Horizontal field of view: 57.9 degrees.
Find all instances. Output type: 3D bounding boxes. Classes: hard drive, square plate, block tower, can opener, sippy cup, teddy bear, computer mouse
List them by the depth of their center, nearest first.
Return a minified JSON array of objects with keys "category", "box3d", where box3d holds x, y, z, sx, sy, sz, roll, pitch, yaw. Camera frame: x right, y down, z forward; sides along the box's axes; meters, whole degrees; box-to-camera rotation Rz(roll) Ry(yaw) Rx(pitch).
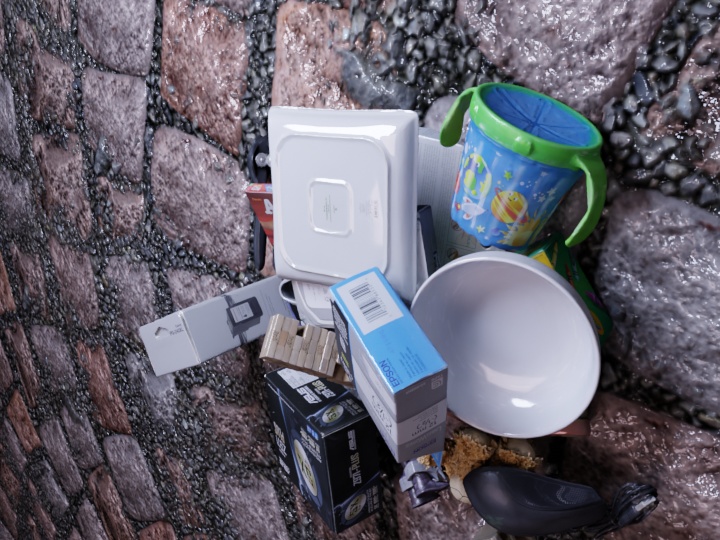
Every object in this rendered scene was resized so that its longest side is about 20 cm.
[{"category":"sippy cup","box3d":[0.155,-0.098,0.660,0.136,0.180,0.133,11,125,-10]},{"category":"computer mouse","box3d":[0.205,0.259,0.699,0.194,0.054,0.140,11,144,-1]},{"category":"square plate","box3d":[-0.027,-0.073,0.718,0.194,0.028,0.206,10,110,31]},{"category":"hard drive","box3d":[0.000,0.000,0.768,0.196,0.038,0.144,1,109,33]},{"category":"teddy bear","box3d":[0.141,0.233,0.772,0.200,0.141,0.068,133,149,-60]},{"category":"block tower","box3d":[-0.029,0.113,0.831,0.054,0.196,0.059,-22,49,64]},{"category":"can opener","box3d":[-0.133,-0.101,0.967,0.079,0.061,0.206,160,106,-86]}]

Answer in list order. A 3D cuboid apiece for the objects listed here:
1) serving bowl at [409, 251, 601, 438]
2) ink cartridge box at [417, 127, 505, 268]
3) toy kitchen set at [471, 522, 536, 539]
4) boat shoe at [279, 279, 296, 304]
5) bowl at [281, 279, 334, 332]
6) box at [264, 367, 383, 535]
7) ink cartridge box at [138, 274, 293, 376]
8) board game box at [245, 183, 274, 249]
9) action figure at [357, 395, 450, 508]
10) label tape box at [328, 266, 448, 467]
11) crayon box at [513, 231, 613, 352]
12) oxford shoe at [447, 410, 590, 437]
[{"category":"serving bowl","box3d":[0.148,0.067,0.668,0.195,0.066,0.205,14,121,23]},{"category":"ink cartridge box","box3d":[0.093,-0.084,0.797,0.195,0.050,0.166,16,115,21]},{"category":"toy kitchen set","box3d":[0.231,0.381,0.734,0.199,0.161,0.184,-34,81,43]},{"category":"boat shoe","box3d":[-0.030,0.021,0.862,0.196,0.068,0.074,7,109,40]},{"category":"bowl","box3d":[-0.042,0.022,0.949,0.197,0.039,0.206,17,116,38]},{"category":"box","box3d":[-0.058,0.251,0.966,0.199,0.084,0.168,29,130,54]},{"category":"ink cartridge box","box3d":[-0.225,0.087,1.029,0.143,0.198,0.085,-20,91,44]},{"category":"board game box","box3d":[-0.046,-0.062,0.821,0.195,0.020,0.104,6,136,30]},{"category":"action figure","box3d":[0.053,0.223,0.914,0.203,0.068,0.131,64,143,26]},{"category":"label tape box","box3d":[0.030,0.120,0.698,0.144,0.065,0.203,55,159,38]},{"category":"crayon box","box3d":[0.165,0.056,0.739,0.198,0.058,0.120,-29,94,42]},{"category":"oxford shoe","box3d":[0.184,0.155,0.781,0.197,0.070,0.076,-7,75,44]}]
